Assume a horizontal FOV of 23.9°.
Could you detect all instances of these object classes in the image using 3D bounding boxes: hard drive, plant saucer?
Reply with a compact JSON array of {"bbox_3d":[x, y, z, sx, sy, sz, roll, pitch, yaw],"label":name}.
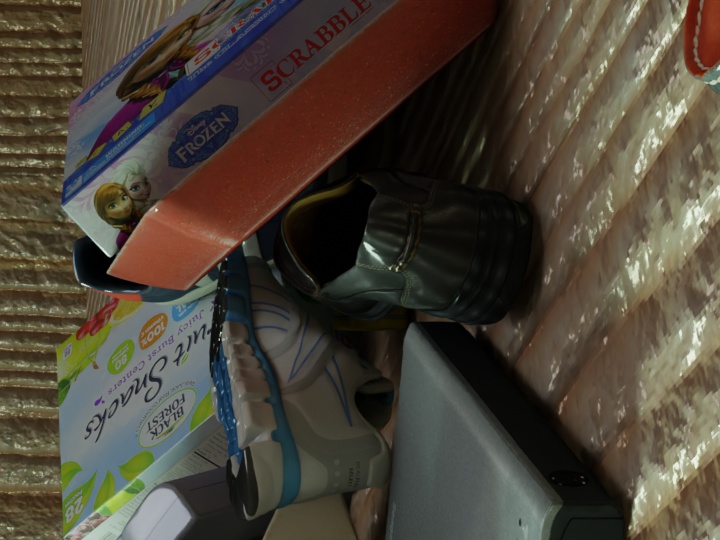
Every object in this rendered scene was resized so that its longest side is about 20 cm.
[{"bbox_3d":[0.051,0.117,0.691,0.200,0.033,0.140,-127,40,-69],"label":"hard drive"},{"bbox_3d":[-0.025,-0.062,0.793,0.037,0.200,0.200,50,165,-3],"label":"plant saucer"}]

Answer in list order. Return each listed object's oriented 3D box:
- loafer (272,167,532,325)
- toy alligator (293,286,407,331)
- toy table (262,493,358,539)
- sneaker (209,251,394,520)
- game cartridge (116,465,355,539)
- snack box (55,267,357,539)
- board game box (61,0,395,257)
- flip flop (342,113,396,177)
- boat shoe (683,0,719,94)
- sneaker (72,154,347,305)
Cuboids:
[{"bbox_3d":[-0.002,-0.018,0.758,0.200,0.072,0.073,-2,73,65],"label":"loafer"},{"bbox_3d":[0.000,0.000,0.868,0.200,0.054,0.060,167,104,-76],"label":"toy alligator"},{"bbox_3d":[-0.038,0.194,0.793,0.200,0.117,0.184,98,153,-75],"label":"toy table"},{"bbox_3d":[-0.029,0.056,0.854,0.200,0.086,0.075,-109,22,-57],"label":"sneaker"},{"bbox_3d":[-0.086,0.175,0.903,0.041,0.133,0.200,46,129,28],"label":"game cartridge"},{"bbox_3d":[-0.098,0.061,1.043,0.200,0.068,0.169,-40,37,23],"label":"snack box"},{"bbox_3d":[-0.077,-0.116,0.933,0.200,0.041,0.200,-40,21,6],"label":"board game box"},{"bbox_3d":[-0.027,-0.087,0.991,0.200,0.057,0.081,14,109,58],"label":"flip flop"},{"bbox_3d":[0.104,-0.137,0.428,0.071,0.062,0.201,-116,29,-59],"label":"boat shoe"},{"bbox_3d":[-0.090,-0.030,0.949,0.200,0.084,0.075,-34,64,42],"label":"sneaker"}]
